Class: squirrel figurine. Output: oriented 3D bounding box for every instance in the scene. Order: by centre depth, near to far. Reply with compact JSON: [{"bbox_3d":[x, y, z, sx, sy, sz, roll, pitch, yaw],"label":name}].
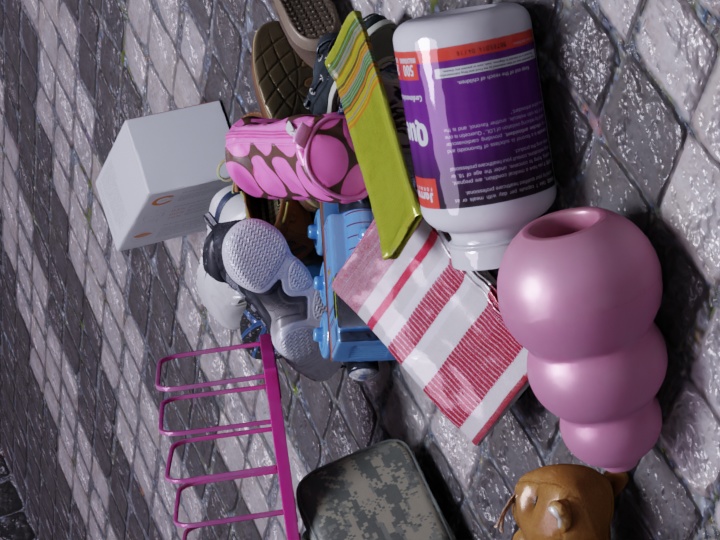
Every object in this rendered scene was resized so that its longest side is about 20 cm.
[{"bbox_3d":[0.188,0.256,1.426,0.199,0.141,0.188,26,118,43],"label":"squirrel figurine"}]

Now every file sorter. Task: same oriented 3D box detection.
[{"bbox_3d":[-0.134,0.185,1.772,0.139,0.124,0.202,-111,14,-77],"label":"file sorter"}]

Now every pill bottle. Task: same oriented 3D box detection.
[{"bbox_3d":[0.094,-0.106,1.407,0.112,0.112,0.202,13,115,64],"label":"pill bottle"}]

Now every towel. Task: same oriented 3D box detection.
[{"bbox_3d":[0.010,-0.115,1.499,0.086,0.018,0.202,117,141,-61],"label":"towel"},{"bbox_3d":[0.067,0.040,1.533,0.200,0.023,0.144,48,134,16],"label":"towel"}]

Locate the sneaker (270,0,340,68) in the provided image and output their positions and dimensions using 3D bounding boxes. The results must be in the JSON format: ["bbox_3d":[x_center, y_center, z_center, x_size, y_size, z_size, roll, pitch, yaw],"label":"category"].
[{"bbox_3d":[-0.072,-0.286,1.738,0.076,0.070,0.201,90,163,-65],"label":"sneaker"}]

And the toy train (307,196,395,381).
[{"bbox_3d":[0.000,0.000,1.677,0.114,0.086,0.202,116,152,-67],"label":"toy train"}]

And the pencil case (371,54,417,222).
[{"bbox_3d":[0.050,-0.096,1.560,0.089,0.078,0.202,15,120,36],"label":"pencil case"}]

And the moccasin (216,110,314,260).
[{"bbox_3d":[-0.103,-0.096,1.865,0.078,0.073,0.203,38,-148,-43],"label":"moccasin"}]

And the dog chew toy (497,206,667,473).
[{"bbox_3d":[0.175,0.057,1.322,0.124,0.124,0.202,21,130,62],"label":"dog chew toy"}]

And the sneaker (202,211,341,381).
[{"bbox_3d":[-0.089,0.019,1.768,0.114,0.075,0.201,28,155,57],"label":"sneaker"}]

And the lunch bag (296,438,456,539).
[{"bbox_3d":[0.028,0.301,1.785,0.168,0.138,0.201,77,168,-56],"label":"lunch bag"}]

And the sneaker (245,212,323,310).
[{"bbox_3d":[-0.076,0.003,1.938,0.200,0.073,0.083,132,137,-57],"label":"sneaker"}]

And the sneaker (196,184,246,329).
[{"bbox_3d":[-0.140,-0.001,2.064,0.080,0.076,0.201,42,143,37],"label":"sneaker"}]

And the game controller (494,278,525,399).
[{"bbox_3d":[0.095,0.047,1.605,0.200,0.042,0.105,27,113,60],"label":"game controller"}]

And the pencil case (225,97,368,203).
[{"bbox_3d":[-0.061,-0.110,1.656,0.200,0.093,0.092,2,77,62],"label":"pencil case"}]

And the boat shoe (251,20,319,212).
[{"bbox_3d":[-0.071,-0.153,1.808,0.067,0.072,0.202,-26,82,64],"label":"boat shoe"}]

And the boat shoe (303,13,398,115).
[{"bbox_3d":[-0.016,-0.191,1.657,0.066,0.074,0.200,54,161,15],"label":"boat shoe"}]

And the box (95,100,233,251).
[{"bbox_3d":[-0.234,-0.112,2.138,0.098,0.123,0.200,70,156,12],"label":"box"}]

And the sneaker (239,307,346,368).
[{"bbox_3d":[-0.036,0.057,1.848,0.199,0.077,0.077,6,103,43],"label":"sneaker"}]
